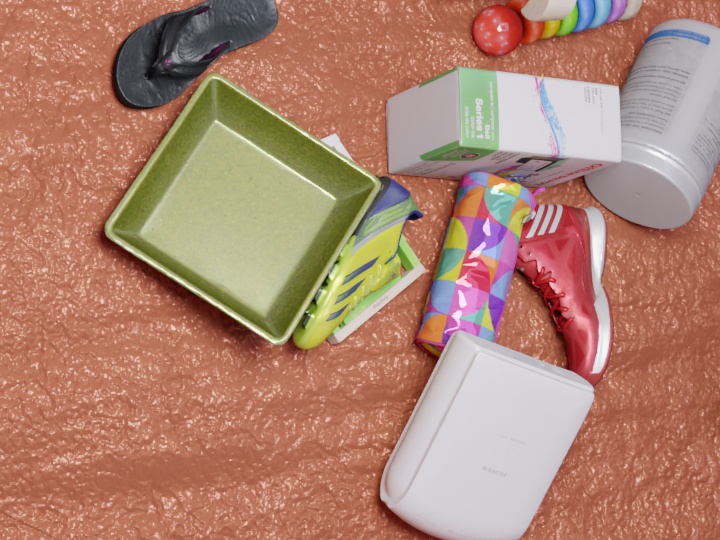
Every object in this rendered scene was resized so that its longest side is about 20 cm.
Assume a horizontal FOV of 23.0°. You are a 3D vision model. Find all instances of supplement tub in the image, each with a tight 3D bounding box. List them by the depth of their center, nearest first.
[{"bbox_3d":[0.339,-0.162,1.930,0.132,0.132,0.200,37,66,-18],"label":"supplement tub"}]

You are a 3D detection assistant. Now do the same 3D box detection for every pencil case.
[{"bbox_3d":[0.120,-0.004,1.795,0.088,0.088,0.201,23,80,-24],"label":"pencil case"}]

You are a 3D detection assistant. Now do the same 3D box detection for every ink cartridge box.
[{"bbox_3d":[0.147,-0.143,1.811,0.199,0.145,0.084,3,80,-29],"label":"ink cartridge box"}]

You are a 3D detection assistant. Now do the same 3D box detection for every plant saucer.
[{"bbox_3d":[-0.114,-0.054,1.684,0.199,0.048,0.200,33,68,-4],"label":"plant saucer"}]

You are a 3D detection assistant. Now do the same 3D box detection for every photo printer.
[{"bbox_3d":[0.120,0.174,1.744,0.166,0.069,0.200,22,100,-30],"label":"photo printer"}]

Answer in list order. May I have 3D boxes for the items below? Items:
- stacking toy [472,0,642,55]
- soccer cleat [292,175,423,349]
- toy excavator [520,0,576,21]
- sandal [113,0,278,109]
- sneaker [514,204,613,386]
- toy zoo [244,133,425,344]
[{"bbox_3d":[0.206,-0.284,1.917,0.200,0.085,0.086,-24,93,-23],"label":"stacking toy"},{"bbox_3d":[0.001,0.000,1.727,0.084,0.065,0.200,38,65,-21],"label":"soccer cleat"},{"bbox_3d":[0.133,-0.331,1.806,0.100,0.200,0.195,-8,85,-29],"label":"toy excavator"},{"bbox_3d":[-0.158,-0.226,1.713,0.200,0.048,0.075,-38,100,-29],"label":"sandal"},{"bbox_3d":[0.198,0.024,1.862,0.115,0.078,0.201,7,66,-19],"label":"sneaker"},{"bbox_3d":[-0.036,-0.045,1.763,0.131,0.020,0.200,-40,100,-29],"label":"toy zoo"}]
